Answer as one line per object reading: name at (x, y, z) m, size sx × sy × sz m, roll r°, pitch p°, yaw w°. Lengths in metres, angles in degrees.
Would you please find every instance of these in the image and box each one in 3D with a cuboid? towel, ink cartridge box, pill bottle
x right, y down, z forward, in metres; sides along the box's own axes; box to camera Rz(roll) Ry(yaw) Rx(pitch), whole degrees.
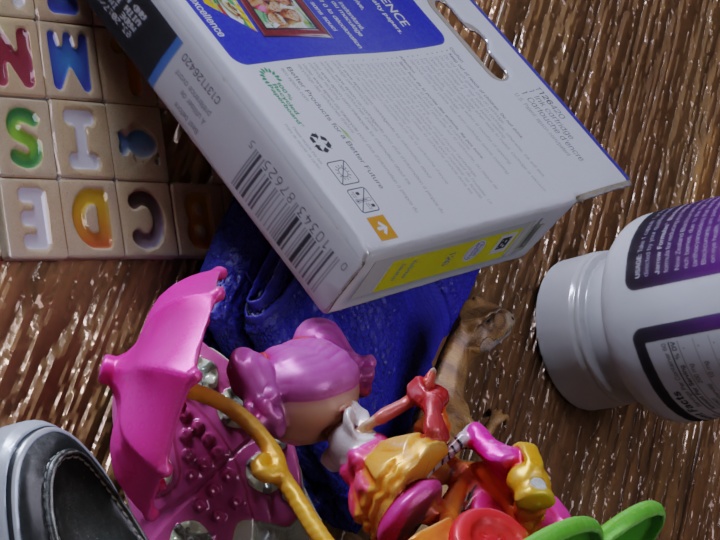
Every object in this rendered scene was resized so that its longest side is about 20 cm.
towel at (0.000, 0.000, 1.028) m, size 0.148 × 0.049 × 0.201 m, roll 56°, pitch 42°, yaw -30°
ink cartridge box at (-0.004, -0.082, 0.981) m, size 0.198 × 0.047 × 0.199 m, roll 51°, pitch 32°, yaw 19°
pill bottle at (0.193, 0.017, 1.149) m, size 0.111 × 0.199 × 0.112 m, roll 19°, pitch 66°, yaw -48°

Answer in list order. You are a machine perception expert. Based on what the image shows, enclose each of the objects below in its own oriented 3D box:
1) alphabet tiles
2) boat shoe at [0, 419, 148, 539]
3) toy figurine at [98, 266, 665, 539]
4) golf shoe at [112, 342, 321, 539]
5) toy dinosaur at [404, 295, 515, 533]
alphabet tiles at (-0.112, -0.087, 0.956) m, size 0.199 × 0.008 × 0.169 m, roll 0°, pitch 80°, yaw -52°
boat shoe at (-0.082, 0.146, 0.871) m, size 0.072 × 0.071 × 0.201 m, roll -38°, pitch 109°, yaw -49°
toy figurine at (-0.008, 0.073, 0.853) m, size 0.199 × 0.151 × 0.184 m, roll -23°, pitch 62°, yaw -43°
golf shoe at (-0.045, 0.121, 0.938) m, size 0.075 × 0.092 × 0.201 m, roll -28°, pitch 83°, yaw -11°
toy dinosaur at (0.028, 0.103, 0.993) m, size 0.107 × 0.060 × 0.201 m, roll 77°, pitch 20°, yaw -49°
